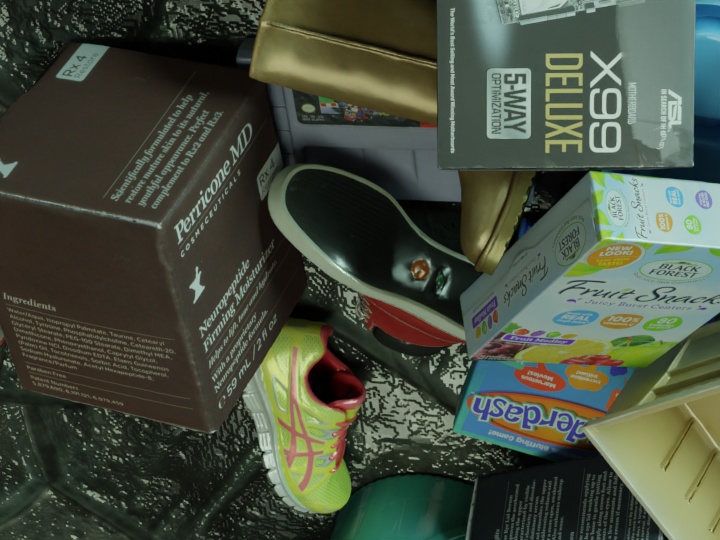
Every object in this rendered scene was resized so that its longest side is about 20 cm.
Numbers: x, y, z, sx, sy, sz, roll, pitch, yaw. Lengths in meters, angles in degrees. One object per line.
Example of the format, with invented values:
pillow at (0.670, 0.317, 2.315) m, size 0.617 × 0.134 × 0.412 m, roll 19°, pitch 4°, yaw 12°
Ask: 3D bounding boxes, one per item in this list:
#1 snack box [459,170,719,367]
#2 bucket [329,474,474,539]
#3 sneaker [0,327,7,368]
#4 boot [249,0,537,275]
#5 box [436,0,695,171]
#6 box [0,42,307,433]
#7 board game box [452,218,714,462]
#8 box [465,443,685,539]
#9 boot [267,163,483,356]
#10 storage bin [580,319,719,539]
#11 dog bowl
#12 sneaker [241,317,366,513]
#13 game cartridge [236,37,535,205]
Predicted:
snack box at (0.168, 0.004, 1.320) m, size 0.141 × 0.053 × 0.200 m, roll 3°, pitch 155°, yaw -22°
bucket at (0.052, 0.277, 1.682) m, size 0.206 × 0.135 × 0.208 m, roll 8°, pitch 135°, yaw 8°
sneaker at (-0.379, 0.055, 1.639) m, size 0.198 × 0.077 × 0.082 m, roll 11°, pitch 141°, yaw 6°
boot at (0.023, -0.106, 1.314) m, size 0.199 × 0.176 × 0.066 m, roll 17°, pitch 168°, yaw 3°
box at (0.124, -0.162, 1.228) m, size 0.156 × 0.050 × 0.202 m, roll 1°, pitch 101°, yaw 5°
box at (-0.154, -0.023, 1.416) m, size 0.163 × 0.166 × 0.201 m, roll 12°, pitch 137°, yaw 22°
board game box at (0.164, 0.064, 1.513) m, size 0.151 × 0.045 × 0.201 m, roll 15°, pitch 135°, yaw 0°
box at (0.199, 0.216, 1.554) m, size 0.148 × 0.105 × 0.199 m, roll 28°, pitch 150°, yaw -35°
boot at (0.000, 0.000, 1.463) m, size 0.199 × 0.073 × 0.144 m, roll 33°, pitch 160°, yaw -17°
storage bin at (0.296, 0.132, 1.389) m, size 0.198 × 0.094 × 0.200 m, roll -23°, pitch 110°, yaw 48°
dog bowl at (0.221, -0.107, 1.333) m, size 0.111 × 0.050 × 0.201 m, roll 9°, pitch 135°, yaw 7°
sneaker at (-0.034, 0.117, 1.596) m, size 0.090 × 0.078 × 0.201 m, roll -6°, pitch 130°, yaw 18°
game cartridge at (0.018, -0.103, 1.406) m, size 0.198 × 0.039 × 0.130 m, roll 3°, pitch 137°, yaw 13°
